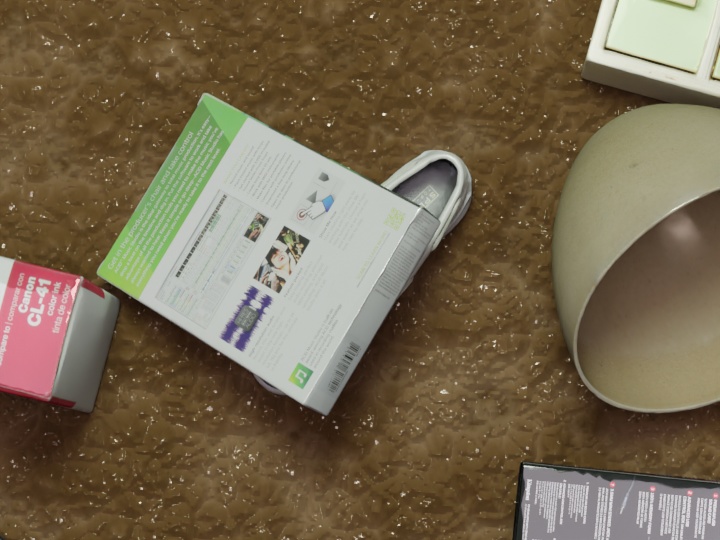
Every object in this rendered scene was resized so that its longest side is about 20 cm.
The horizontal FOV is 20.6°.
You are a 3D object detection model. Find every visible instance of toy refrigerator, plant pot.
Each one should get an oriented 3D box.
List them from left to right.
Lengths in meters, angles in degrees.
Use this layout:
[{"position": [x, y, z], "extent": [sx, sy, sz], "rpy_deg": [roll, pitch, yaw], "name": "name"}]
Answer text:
[{"position": [0.200, -0.027, 1.252], "extent": [0.200, 0.201, 0.135], "rpy_deg": [-27, 48, 0], "name": "plant pot"}, {"position": [0.252, -0.142, 1.303], "extent": [0.199, 0.070, 0.076], "rpy_deg": [17, 86, 5], "name": "toy refrigerator"}]

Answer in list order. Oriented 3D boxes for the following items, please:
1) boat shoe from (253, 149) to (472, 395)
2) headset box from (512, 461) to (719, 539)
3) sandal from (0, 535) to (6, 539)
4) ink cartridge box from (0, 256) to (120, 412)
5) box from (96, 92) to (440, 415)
[{"position": [0.000, 0.000, 1.305], "extent": [0.200, 0.066, 0.072], "rpy_deg": [-43, 84, -2], "name": "boat shoe"}, {"position": [0.194, 0.206, 1.270], "extent": [0.199, 0.075, 0.150], "rpy_deg": [5, 85, 4], "name": "headset box"}, {"position": [-0.243, 0.214, 1.310], "extent": [0.199, 0.043, 0.076], "rpy_deg": [23, 86, 5], "name": "sandal"}, {"position": [-0.268, 0.026, 1.277], "extent": [0.199, 0.148, 0.086], "rpy_deg": [16, 85, 4], "name": "ink cartridge box"}, {"position": [-0.062, -0.014, 1.283], "extent": [0.200, 0.036, 0.145], "rpy_deg": [30, 87, 32], "name": "box"}]
